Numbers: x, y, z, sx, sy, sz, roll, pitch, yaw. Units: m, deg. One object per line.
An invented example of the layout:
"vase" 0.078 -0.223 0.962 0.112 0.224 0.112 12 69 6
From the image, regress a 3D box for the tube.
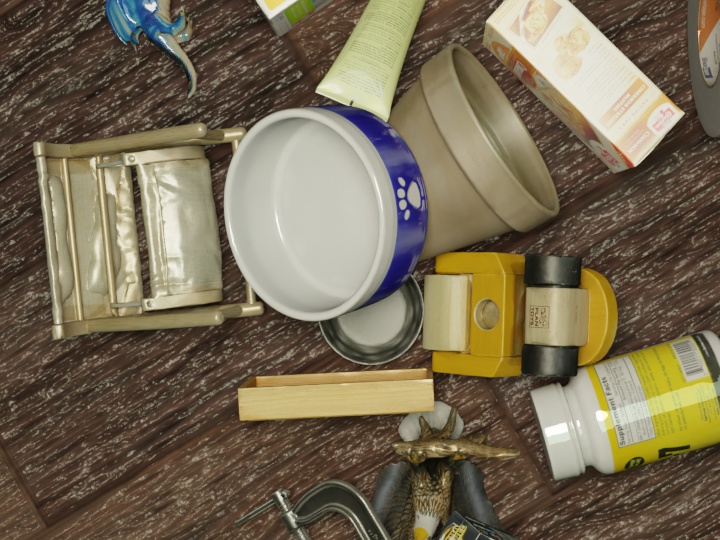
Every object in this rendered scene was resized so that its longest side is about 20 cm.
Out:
"tube" 0.022 -0.238 1.316 0.057 0.052 0.202 -4 50 34

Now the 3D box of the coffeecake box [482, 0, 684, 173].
"coffeecake box" 0.218 -0.194 1.303 0.200 0.154 0.073 44 94 2

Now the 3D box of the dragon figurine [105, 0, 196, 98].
"dragon figurine" -0.232 -0.269 1.374 0.098 0.059 0.203 -14 90 3

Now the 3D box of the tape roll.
"tape roll" 0.371 -0.233 1.264 0.065 0.200 0.203 -3 91 2

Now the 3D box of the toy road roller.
"toy road roller" 0.173 0.047 1.342 0.198 0.145 0.125 1 89 40

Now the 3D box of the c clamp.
"c clamp" -0.024 0.301 1.347 0.171 0.027 0.201 -43 78 34

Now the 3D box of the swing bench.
"swing bench" -0.220 -0.040 1.343 0.197 0.130 0.202 -5 91 17

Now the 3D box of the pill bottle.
"pill bottle" 0.280 0.141 1.326 0.197 0.114 0.116 -16 90 4

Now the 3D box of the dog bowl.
"dog bowl" -0.035 -0.057 1.252 0.198 0.078 0.203 9 105 36

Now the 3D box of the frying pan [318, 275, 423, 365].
"frying pan" -0.012 0.012 1.381 0.115 0.031 0.191 -39 85 3

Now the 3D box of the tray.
"tray" -0.022 0.129 1.349 0.197 0.099 0.038 -2 92 3

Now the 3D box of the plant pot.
"plant pot" 0.078 -0.096 1.308 0.173 0.200 0.201 -33 89 19

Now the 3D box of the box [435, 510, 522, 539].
"box" 0.124 0.344 1.310 0.199 0.046 0.160 29 94 -41

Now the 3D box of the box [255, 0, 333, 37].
"box" -0.034 -0.346 1.336 0.199 0.112 0.102 -33 89 2

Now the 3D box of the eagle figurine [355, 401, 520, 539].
"eagle figurine" 0.075 0.253 1.349 0.151 0.150 0.202 30 133 39
